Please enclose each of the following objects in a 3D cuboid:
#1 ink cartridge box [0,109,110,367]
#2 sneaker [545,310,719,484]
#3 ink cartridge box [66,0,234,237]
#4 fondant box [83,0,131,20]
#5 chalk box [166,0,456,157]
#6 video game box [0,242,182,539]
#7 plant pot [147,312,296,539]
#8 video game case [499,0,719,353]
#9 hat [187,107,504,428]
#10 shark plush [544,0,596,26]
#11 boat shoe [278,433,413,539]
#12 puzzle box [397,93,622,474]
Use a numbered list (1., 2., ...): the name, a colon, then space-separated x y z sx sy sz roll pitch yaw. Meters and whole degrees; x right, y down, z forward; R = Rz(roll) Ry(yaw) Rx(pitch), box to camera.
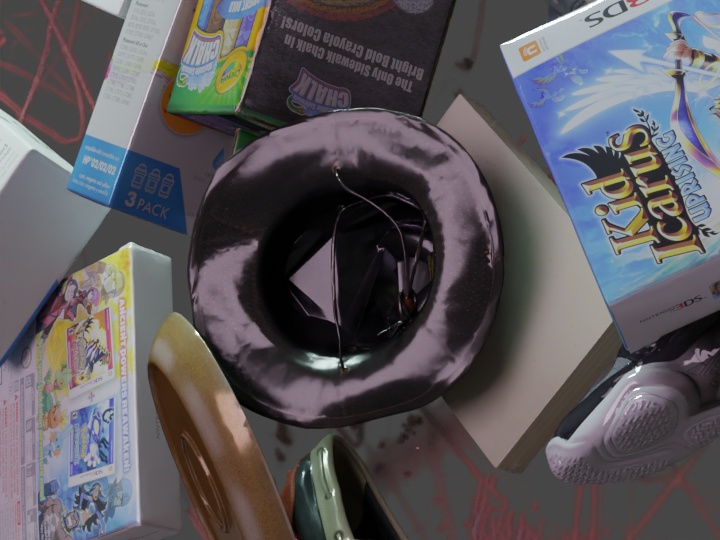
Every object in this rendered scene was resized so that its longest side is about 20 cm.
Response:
1. ink cartridge box: -0.283 -0.040 1.533 0.147 0.084 0.200 -56 36 0
2. sneaker: 0.168 0.023 1.121 0.200 0.075 0.114 -40 52 21
3. ink cartridge box: -0.101 -0.126 1.392 0.068 0.114 0.202 20 91 55
4. fondant box: -0.186 -0.272 1.570 0.199 0.058 0.145 28 97 44
5. chalk box: -0.033 -0.131 1.308 0.124 0.124 0.202 13 84 64
6. video game box: -0.201 0.105 1.469 0.181 0.047 0.202 -24 60 40
7. plant pot: -0.084 0.123 1.265 0.027 0.201 0.200 -24 48 -14
8. video game case: 0.184 -0.078 1.085 0.180 0.046 0.201 -25 48 8
9. hat: 0.000 0.000 1.241 0.199 0.081 0.203 -2 85 22
10. shark plush: 0.110 -0.166 1.246 0.199 0.090 0.084 21 122 41
11. boat shoe: 0.011 0.176 1.226 0.063 0.071 0.200 -53 43 13
12. puzzle box: 0.076 0.004 1.247 0.133 0.025 0.200 -53 47 19
